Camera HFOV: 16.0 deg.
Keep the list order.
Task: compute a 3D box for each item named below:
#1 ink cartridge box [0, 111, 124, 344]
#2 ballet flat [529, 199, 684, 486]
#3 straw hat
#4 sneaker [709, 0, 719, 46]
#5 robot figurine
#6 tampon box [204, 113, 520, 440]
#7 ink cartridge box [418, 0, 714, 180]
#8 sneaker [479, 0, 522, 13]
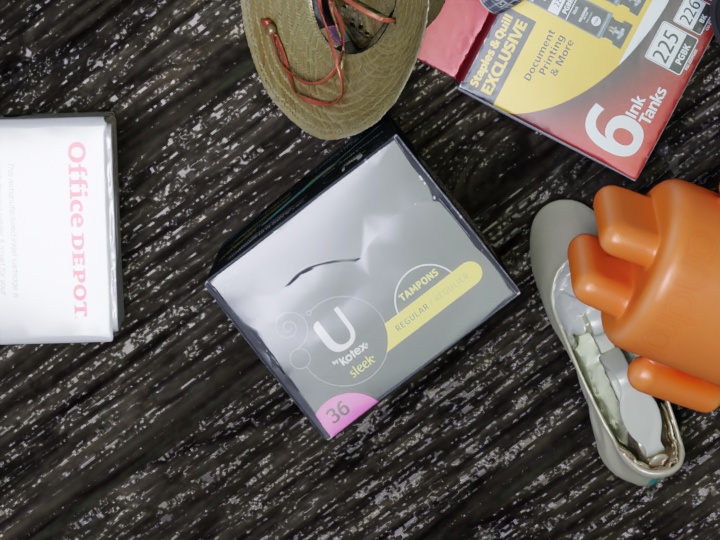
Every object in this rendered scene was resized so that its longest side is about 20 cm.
[{"bbox_3d":[-0.255,-0.028,1.666,0.199,0.084,0.145,-2,97,0],"label":"ink cartridge box"},{"bbox_3d":[0.166,0.049,1.692,0.069,0.069,0.200,-22,96,2],"label":"ballet flat"},{"bbox_3d":[0.010,-0.187,1.646,0.085,0.201,0.202,-10,99,-38],"label":"straw hat"},{"bbox_3d":[0.282,-0.129,1.647,0.076,0.200,0.092,20,53,30],"label":"sneaker"},{"bbox_3d":[0.231,0.015,1.625,0.200,0.117,0.144,20,80,-11],"label":"robot figurine"},{"bbox_3d":[0.000,0.000,1.616,0.150,0.200,0.126,-38,96,4],"label":"tampon box"},{"bbox_3d":[0.144,-0.187,1.655,0.175,0.084,0.200,27,95,-3],"label":"ink cartridge box"},{"bbox_3d":[0.073,-0.254,1.618,0.076,0.200,0.081,14,132,-37],"label":"sneaker"}]
